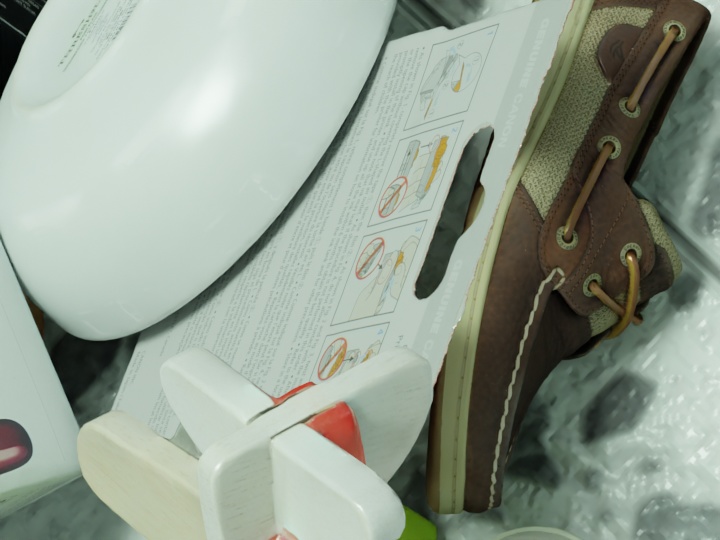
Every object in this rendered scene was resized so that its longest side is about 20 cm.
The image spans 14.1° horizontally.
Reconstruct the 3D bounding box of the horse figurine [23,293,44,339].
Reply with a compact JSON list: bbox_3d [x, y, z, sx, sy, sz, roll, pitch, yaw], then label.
[{"bbox_3d":[-0.177,0.001,1.115,0.133,0.050,0.200,-35,77,13],"label":"horse figurine"}]

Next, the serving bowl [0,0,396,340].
[{"bbox_3d":[-0.074,-0.075,1.051,0.200,0.066,0.200,-38,32,29],"label":"serving bowl"}]

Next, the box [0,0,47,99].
[{"bbox_3d":[-0.231,-0.100,1.208,0.200,0.079,0.141,-31,52,18],"label":"box"}]

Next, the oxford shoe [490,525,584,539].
[{"bbox_3d":[0.067,0.163,0.894,0.075,0.058,0.200,-27,54,23],"label":"oxford shoe"}]

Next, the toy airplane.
[{"bbox_3d":[-0.005,0.111,0.855,0.199,0.141,0.200,-32,69,47],"label":"toy airplane"}]

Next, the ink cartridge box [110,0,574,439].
[{"bbox_3d":[0.000,0.000,0.973,0.200,0.050,0.161,-10,54,53],"label":"ink cartridge box"}]

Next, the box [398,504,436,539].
[{"bbox_3d":[-0.026,0.184,0.952,0.122,0.048,0.200,-20,57,25],"label":"box"}]

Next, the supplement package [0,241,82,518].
[{"bbox_3d":[-0.216,0.018,1.037,0.156,0.111,0.200,-29,82,33],"label":"supplement package"}]

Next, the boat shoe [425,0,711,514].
[{"bbox_3d":[0.072,-0.009,0.962,0.072,0.072,0.200,15,66,6],"label":"boat shoe"}]
